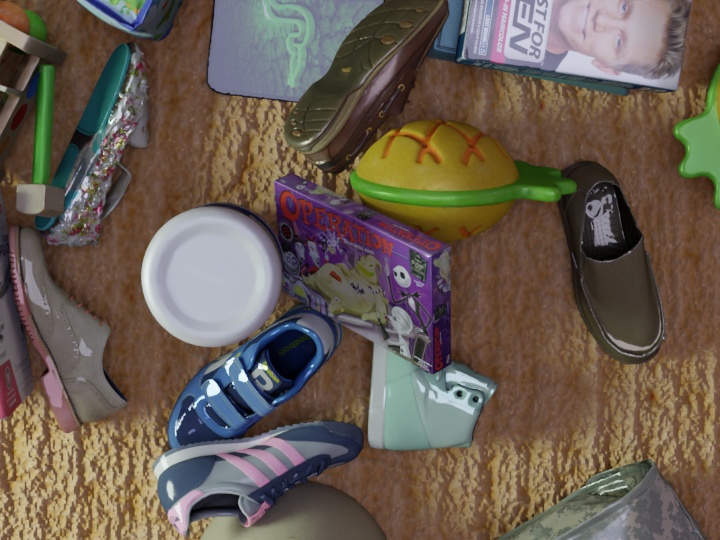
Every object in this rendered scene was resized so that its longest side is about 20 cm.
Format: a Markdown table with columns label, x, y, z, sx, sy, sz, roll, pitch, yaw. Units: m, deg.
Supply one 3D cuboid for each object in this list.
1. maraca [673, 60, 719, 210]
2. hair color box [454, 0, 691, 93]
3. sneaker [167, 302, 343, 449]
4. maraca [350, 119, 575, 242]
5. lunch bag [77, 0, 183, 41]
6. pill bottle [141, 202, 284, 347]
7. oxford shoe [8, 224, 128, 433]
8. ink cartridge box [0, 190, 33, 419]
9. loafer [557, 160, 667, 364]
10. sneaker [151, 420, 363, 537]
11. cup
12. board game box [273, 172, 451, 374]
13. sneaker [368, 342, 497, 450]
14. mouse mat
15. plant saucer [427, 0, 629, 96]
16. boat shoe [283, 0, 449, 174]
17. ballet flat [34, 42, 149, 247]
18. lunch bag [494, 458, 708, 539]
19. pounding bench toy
| label | x | y | z | sx | sy | sz | roll | pitch | yaw |
| --- | --- | --- | --- | --- | --- | --- | --- | --- | --- |
| maraca | 0.377 | -0.147 | 1.246 | 0.137 | 0.107 | 0.200 | 42 | 92 | 2 |
| hair color box | 0.193 | -0.225 | 1.238 | 0.199 | 0.061 | 0.100 | 7 | 95 | -4 |
| sneaker | -0.103 | 0.104 | 1.261 | 0.200 | 0.082 | 0.074 | -42 | 97 | 4 |
| maraca | 0.091 | -0.080 | 1.221 | 0.199 | 0.137 | 0.107 | -1 | 110 | -10 |
| lunch bag | -0.234 | -0.300 | 1.175 | 0.200 | 0.170 | 0.128 | 33 | 93 | -3 |
| pill bottle | -0.124 | -0.001 | 1.192 | 0.115 | 0.200 | 0.116 | 0 | 94 | -2 |
| oxford shoe | -0.272 | 0.047 | 1.260 | 0.074 | 0.071 | 0.201 | -17 | 106 | -6 |
| ink cartridge box | -0.357 | 0.028 | 1.210 | 0.082 | 0.147 | 0.201 | -8 | 96 | -3 |
| loafer | 0.233 | -0.004 | 1.273 | 0.076 | 0.067 | 0.201 | -22 | 96 | 0 |
| sneaker | -0.086 | 0.195 | 1.255 | 0.199 | 0.070 | 0.082 | -11 | 55 | -11 |
| cup | -0.062 | 0.308 | 1.251 | 0.199 | 0.143 | 0.201 | 0 | 95 | -3 |
| board game box | 0.000 | 0.000 | 1.196 | 0.032 | 0.200 | 0.121 | -23 | 125 | -37 |
| sneaker | 0.070 | 0.071 | 1.268 | 0.118 | 0.074 | 0.201 | 3 | 105 | 4 |
| mouse mat | -0.056 | -0.257 | 1.269 | 0.160 | 0.008 | 0.201 | 5 | 94 | -3 |
| plant saucer | 0.163 | -0.217 | 1.276 | 0.199 | 0.019 | 0.070 | 11 | 94 | -2 |
| boat shoe | 0.013 | -0.175 | 1.250 | 0.200 | 0.072 | 0.068 | -51 | 131 | -6 |
| ballet flat | -0.234 | -0.111 | 1.252 | 0.064 | 0.076 | 0.201 | 22 | 99 | -35 |
| lunch bag | 0.235 | 0.290 | 1.276 | 0.200 | 0.118 | 0.164 | -32 | 95 | 5 |
| pounding bench toy | -0.321 | -0.156 | 1.199 | 0.199 | 0.124 | 0.156 | 29 | 93 | 0 |
